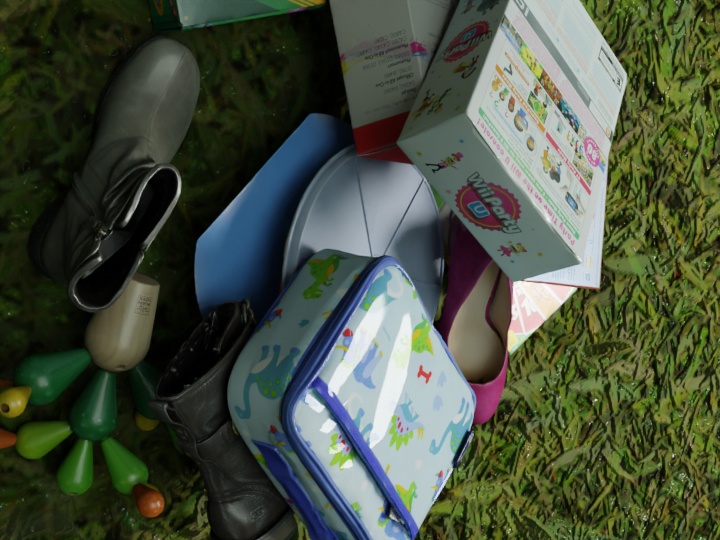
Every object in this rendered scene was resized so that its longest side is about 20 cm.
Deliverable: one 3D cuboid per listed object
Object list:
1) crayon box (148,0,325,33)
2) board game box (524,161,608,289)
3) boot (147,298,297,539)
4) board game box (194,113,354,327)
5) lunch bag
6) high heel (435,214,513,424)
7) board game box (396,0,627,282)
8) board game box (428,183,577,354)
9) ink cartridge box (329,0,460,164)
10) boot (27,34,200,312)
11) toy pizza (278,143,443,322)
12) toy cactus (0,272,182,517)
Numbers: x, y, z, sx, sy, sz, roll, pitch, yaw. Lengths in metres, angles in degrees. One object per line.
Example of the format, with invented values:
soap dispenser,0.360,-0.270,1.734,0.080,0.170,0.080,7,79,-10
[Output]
crayon box,-0.102,-0.279,0.788,0.118,0.058,0.202,-17,105,-28
board game box,0.181,-0.087,0.990,0.102,0.019,0.202,6,87,-40
boot,-0.069,0.096,0.805,0.200,0.069,0.175,-52,137,-50
board game box,-0.058,-0.022,0.862,0.200,0.039,0.158,-51,135,-20
lunch bag,-0.001,0.100,0.787,0.161,0.082,0.201,-54,134,-30
high heel,0.103,0.055,0.924,0.067,0.096,0.201,-2,113,-9
board game box,0.118,-0.118,0.798,0.148,0.064,0.201,47,46,-28
board game box,0.114,-0.032,0.975,0.095,0.030,0.201,-41,113,-19
ink cartridge box,0.041,-0.146,0.832,0.116,0.067,0.202,-1,80,-60
boot,-0.146,-0.067,0.751,0.068,0.130,0.201,31,81,-31
toy pizza,0.000,0.000,0.865,0.200,0.032,0.202,-12,105,-51
toy cactus,-0.180,0.084,0.768,0.199,0.102,0.166,16,99,-30
